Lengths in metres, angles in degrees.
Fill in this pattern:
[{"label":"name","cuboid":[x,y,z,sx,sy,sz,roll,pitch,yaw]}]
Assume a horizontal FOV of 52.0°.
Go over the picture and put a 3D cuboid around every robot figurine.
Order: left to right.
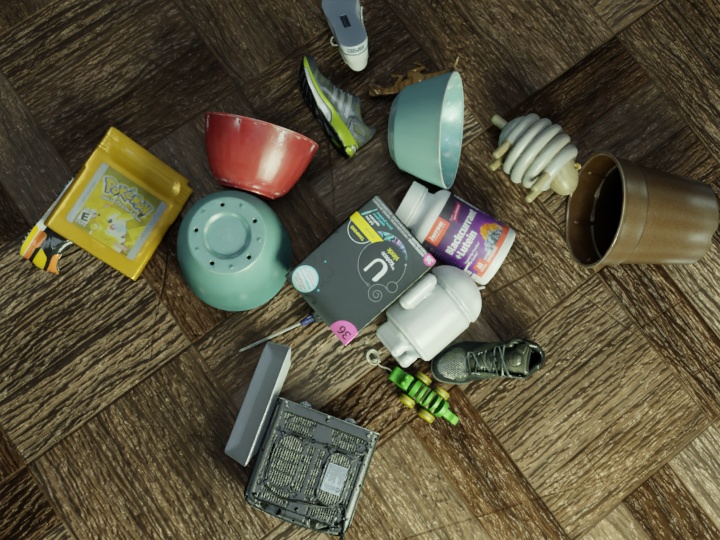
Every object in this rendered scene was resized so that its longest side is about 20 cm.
[{"label":"robot figurine","cuboid":[0.122,0.071,1.245,0.200,0.170,0.113,-40,52,-3]}]

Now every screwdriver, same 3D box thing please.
[{"label":"screwdriver","cuboid":[-0.118,0.102,1.282,0.199,0.028,0.029,-29,112,-7]}]

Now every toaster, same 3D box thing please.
[{"label":"toaster","cuboid":[-0.081,0.324,1.197,0.179,0.119,0.202,19,79,0]}]

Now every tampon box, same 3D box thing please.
[{"label":"tampon box","cuboid":[0.000,0.000,1.217,0.200,0.126,0.150,-43,88,-1]}]

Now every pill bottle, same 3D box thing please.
[{"label":"pill bottle","cuboid":[0.158,-0.071,1.288,0.199,0.111,0.112,30,79,2]}]

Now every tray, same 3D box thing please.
[{"label":"tray","cuboid":[-0.165,0.219,1.224,0.022,0.107,0.202,25,78,-25]}]

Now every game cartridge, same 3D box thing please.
[{"label":"game cartridge","cuboid":[-0.406,-0.113,1.260,0.176,0.032,0.201,35,78,-23]}]

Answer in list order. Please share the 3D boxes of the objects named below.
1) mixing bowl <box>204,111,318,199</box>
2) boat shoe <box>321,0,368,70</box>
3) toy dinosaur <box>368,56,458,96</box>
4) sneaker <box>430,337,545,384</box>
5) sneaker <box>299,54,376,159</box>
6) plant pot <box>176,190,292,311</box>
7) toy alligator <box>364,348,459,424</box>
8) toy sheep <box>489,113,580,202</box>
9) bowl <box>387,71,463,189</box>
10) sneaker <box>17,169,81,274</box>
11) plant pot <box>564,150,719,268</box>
[{"label":"mixing bowl","cuboid":[-0.180,-0.184,1.249,0.198,0.200,0.109,15,90,-2]},{"label":"boat shoe","cuboid":[-0.020,-0.439,1.362,0.074,0.086,0.203,-16,53,-2]},{"label":"toy dinosaur","cuboid":[0.111,-0.341,1.332,0.198,0.106,0.061,-11,113,31]},{"label":"sneaker","cuboid":[0.220,0.151,1.255,0.197,0.114,0.077,-2,78,-3]},{"label":"sneaker","cuboid":[-0.046,-0.304,1.342,0.081,0.074,0.201,-30,91,-15]},{"label":"plant pot","cuboid":[-0.216,-0.042,1.231,0.198,0.161,0.203,1,80,-3]},{"label":"toy alligator","cuboid":[0.089,0.199,1.264,0.199,0.054,0.059,38,79,3]},{"label":"toy sheep","cuboid":[0.308,-0.210,1.318,0.138,0.138,0.200,-43,80,-10]},{"label":"bowl","cuboid":[0.112,-0.247,1.290,0.104,0.201,0.203,7,79,17]},{"label":"sneaker","cuboid":[-0.495,-0.087,1.273,0.090,0.070,0.201,38,76,-17]},{"label":"plant pot","cuboid":[0.492,-0.093,1.287,0.196,0.200,0.202,7,79,-12]}]
